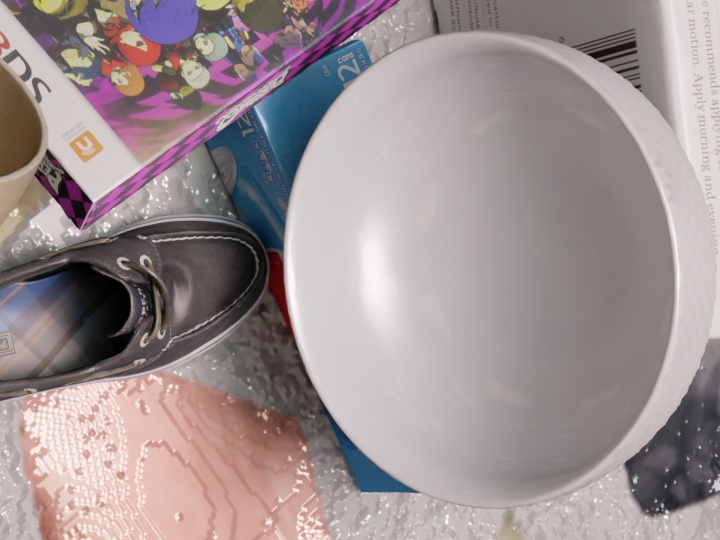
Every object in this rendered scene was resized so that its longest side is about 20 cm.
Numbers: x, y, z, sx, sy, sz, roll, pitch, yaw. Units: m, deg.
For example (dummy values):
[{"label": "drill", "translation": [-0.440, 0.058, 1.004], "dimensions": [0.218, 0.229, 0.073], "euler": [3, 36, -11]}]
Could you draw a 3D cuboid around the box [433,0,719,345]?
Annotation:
[{"label": "box", "translation": [0.143, -0.063, 1.220], "dimensions": [0.130, 0.200, 0.200], "euler": [-4, 87, -28]}]

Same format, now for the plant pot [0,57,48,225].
[{"label": "plant pot", "translation": [-0.240, -0.033, 1.019], "dimensions": [0.200, 0.200, 0.135], "euler": [16, 113, -28]}]

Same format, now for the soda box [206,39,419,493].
[{"label": "soda box", "translation": [0.000, 0.000, 1.207], "dimensions": [0.068, 0.064, 0.201], "euler": [-28, 98, -27]}]

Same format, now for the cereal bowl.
[{"label": "cereal bowl", "translation": [0.068, -0.003, 1.112], "dimensions": [0.083, 0.200, 0.201], "euler": [-10, 90, -55]}]

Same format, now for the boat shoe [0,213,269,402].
[{"label": "boat shoe", "translation": [-0.118, 0.017, 1.136], "dimensions": [0.199, 0.066, 0.070], "euler": [-12, 91, -30]}]

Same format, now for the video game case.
[{"label": "video game case", "translation": [-0.104, -0.142, 1.145], "dimensions": [0.200, 0.036, 0.181], "euler": [-37, 82, -27]}]
